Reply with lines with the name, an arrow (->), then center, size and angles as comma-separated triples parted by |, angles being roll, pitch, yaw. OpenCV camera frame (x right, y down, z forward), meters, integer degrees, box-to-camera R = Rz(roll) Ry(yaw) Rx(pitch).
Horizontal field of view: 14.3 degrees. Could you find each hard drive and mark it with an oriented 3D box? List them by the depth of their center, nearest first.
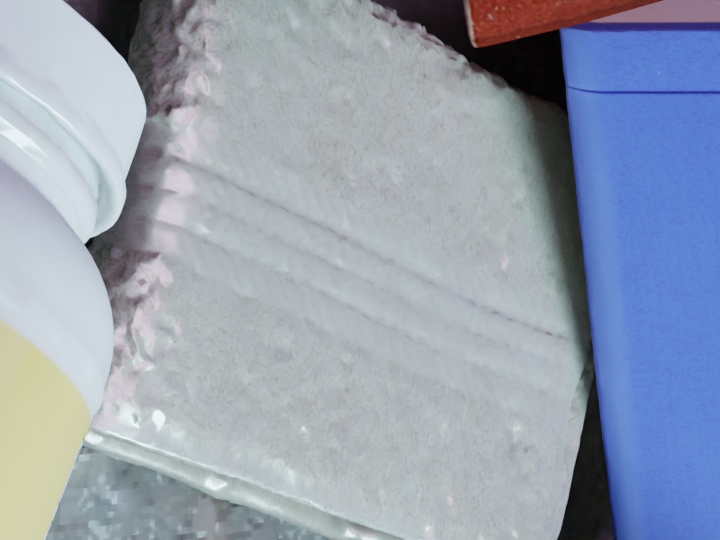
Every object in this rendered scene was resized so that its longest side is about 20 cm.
hard drive -> 0.128, 0.014, 0.771 | 0.025, 0.131, 0.201 | -72, 158, -51

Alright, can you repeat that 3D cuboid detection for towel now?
towel -> 0.000, 0.000, 0.741 | 0.200, 0.034, 0.133 | 26, 72, -49

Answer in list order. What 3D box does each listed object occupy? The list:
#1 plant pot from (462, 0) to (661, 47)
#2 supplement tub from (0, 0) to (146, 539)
plant pot -> 0.105, -0.179, 0.674 | 0.200, 0.175, 0.201 | -71, 154, -72
supplement tub -> -0.129, 0.040, 0.503 | 0.145, 0.145, 0.201 | 38, 66, -45
